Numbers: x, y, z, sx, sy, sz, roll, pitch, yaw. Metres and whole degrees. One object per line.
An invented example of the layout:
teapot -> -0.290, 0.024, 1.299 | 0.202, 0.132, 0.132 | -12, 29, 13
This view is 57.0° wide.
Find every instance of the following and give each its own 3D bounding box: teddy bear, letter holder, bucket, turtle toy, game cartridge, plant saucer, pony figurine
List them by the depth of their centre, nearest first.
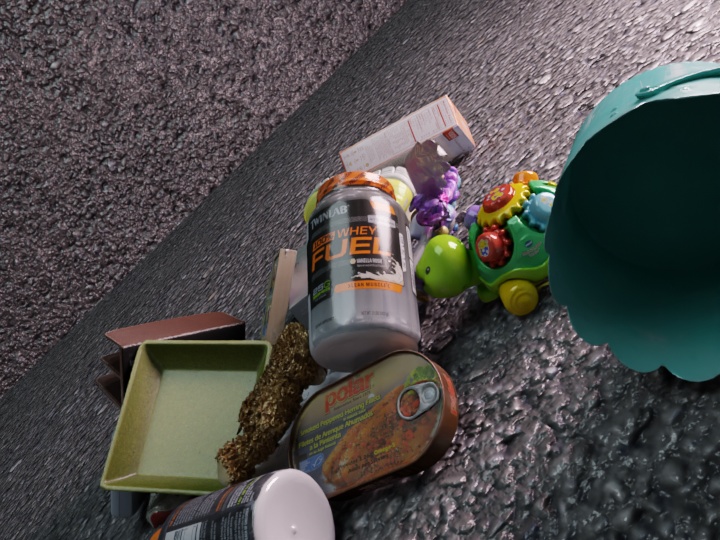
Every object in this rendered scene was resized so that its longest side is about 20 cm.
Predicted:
bucket -> 0.234, -0.044, 0.477 | 0.205, 0.209, 0.135 | -27, 17, 33
turtle toy -> 0.153, -0.030, 0.716 | 0.199, 0.101, 0.146 | -37, 22, 13
teddy bear -> -0.096, 0.161, 0.744 | 0.202, 0.066, 0.146 | -60, -10, -29
pony figurine -> 0.097, -0.066, 0.847 | 0.203, 0.164, 0.193 | -65, 15, -13
plant saucer -> -0.216, 0.193, 0.868 | 0.195, 0.048, 0.204 | -1, 59, 12
game cartridge -> -0.325, 0.261, 0.976 | 0.200, 0.041, 0.136 | -103, 22, -75
letter holder -> -0.297, 0.127, 1.028 | 0.197, 0.103, 0.141 | -9, 17, -40

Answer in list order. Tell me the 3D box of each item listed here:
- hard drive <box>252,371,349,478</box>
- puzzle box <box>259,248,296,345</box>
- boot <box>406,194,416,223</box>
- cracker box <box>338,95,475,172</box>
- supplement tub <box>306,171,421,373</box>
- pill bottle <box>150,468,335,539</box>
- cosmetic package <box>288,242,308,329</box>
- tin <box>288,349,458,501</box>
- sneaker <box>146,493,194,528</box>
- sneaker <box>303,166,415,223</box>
hard drive -> -0.038, 0.172, 0.775 | 0.198, 0.025, 0.133 | -29, 25, 31
puzzle box -> -0.127, 0.042, 1.005 | 0.200, 0.025, 0.136 | 158, 122, -78
boot -> 0.058, -0.114, 1.081 | 0.155, 0.072, 0.199 | -46, 27, -8
cracker box -> 0.079, -0.199, 1.093 | 0.197, 0.059, 0.134 | -24, -13, 18
supplement tub -> 0.000, 0.000, 0.735 | 0.121, 0.122, 0.204 | -26, 54, 33
pill bottle -> -0.127, 0.266, 0.643 | 0.198, 0.107, 0.107 | -27, 26, 34
cosmetic package -> -0.047, 0.017, 1.000 | 0.106, 0.091, 0.200 | -36, 19, 7
tin -> 0.009, 0.155, 0.654 | 0.198, 0.042, 0.114 | -30, 54, 29
sneaker -> -0.271, 0.270, 0.919 | 0.077, 0.082, 0.201 | -37, 23, 8
sneaker -> -0.011, -0.091, 0.989 | 0.197, 0.078, 0.092 | -14, 44, 33
